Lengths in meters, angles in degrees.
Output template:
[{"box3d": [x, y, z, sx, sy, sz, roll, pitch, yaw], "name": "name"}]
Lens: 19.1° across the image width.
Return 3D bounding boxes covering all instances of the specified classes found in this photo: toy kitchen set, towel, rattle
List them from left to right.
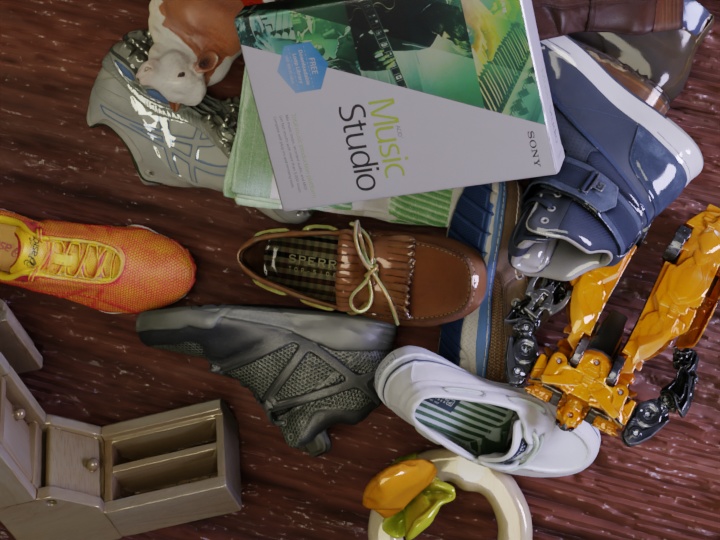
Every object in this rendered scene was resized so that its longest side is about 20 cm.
[{"box3d": [-0.208, 0.082, 1.609, 0.180, 0.200, 0.164, -13, 52, 11], "name": "toy kitchen set"}, {"box3d": [0.006, -0.112, 1.573, 0.199, 0.023, 0.153, 8, 98, -19], "name": "towel"}, {"box3d": [0.076, 0.231, 1.582, 0.130, 0.143, 0.201, -11, 87, -8], "name": "rattle"}]

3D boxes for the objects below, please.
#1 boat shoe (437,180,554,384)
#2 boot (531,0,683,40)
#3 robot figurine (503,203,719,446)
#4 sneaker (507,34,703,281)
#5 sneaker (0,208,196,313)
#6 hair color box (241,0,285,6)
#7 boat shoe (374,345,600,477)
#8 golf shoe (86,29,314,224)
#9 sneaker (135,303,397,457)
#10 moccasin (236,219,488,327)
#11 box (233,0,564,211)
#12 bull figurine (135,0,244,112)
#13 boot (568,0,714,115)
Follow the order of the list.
[{"box3d": [0.102, 0.019, 1.587, 0.072, 0.072, 0.201, 0, 113, -19], "name": "boat shoe"}, {"box3d": [0.113, -0.219, 1.433, 0.199, 0.064, 0.187, -6, 129, 5], "name": "boot"}, {"box3d": [0.189, 0.030, 1.544, 0.145, 0.058, 0.200, 28, 76, 6], "name": "robot figurine"}, {"box3d": [0.122, -0.085, 1.507, 0.202, 0.077, 0.146, 37, 68, 9], "name": "sneaker"}, {"box3d": [-0.225, -0.004, 1.639, 0.199, 0.077, 0.073, 7, 95, 8], "name": "sneaker"}, {"box3d": [-0.010, -0.163, 1.514, 0.101, 0.061, 0.200, -31, 107, -11], "name": "hair color box"}, {"box3d": [0.098, 0.118, 1.550, 0.200, 0.067, 0.074, 19, 112, -29], "name": "boat shoe"}, {"box3d": [-0.121, -0.091, 1.626, 0.200, 0.078, 0.097, 42, 120, 8], "name": "golf shoe"}, {"box3d": [-0.076, 0.081, 1.621, 0.199, 0.076, 0.115, 6, 90, 4], "name": "sneaker"}, {"box3d": [0.000, -0.002, 1.556, 0.201, 0.078, 0.074, 15, 98, 32], "name": "moccasin"}, {"box3d": [0.027, -0.122, 1.447, 0.199, 0.036, 0.145, -8, 113, 16], "name": "box"}, {"box3d": [-0.105, -0.207, 1.575, 0.200, 0.065, 0.121, -39, 88, -23], "name": "bull figurine"}, {"box3d": [0.161, -0.196, 1.567, 0.200, 0.075, 0.097, 38, 83, 4], "name": "boot"}]
